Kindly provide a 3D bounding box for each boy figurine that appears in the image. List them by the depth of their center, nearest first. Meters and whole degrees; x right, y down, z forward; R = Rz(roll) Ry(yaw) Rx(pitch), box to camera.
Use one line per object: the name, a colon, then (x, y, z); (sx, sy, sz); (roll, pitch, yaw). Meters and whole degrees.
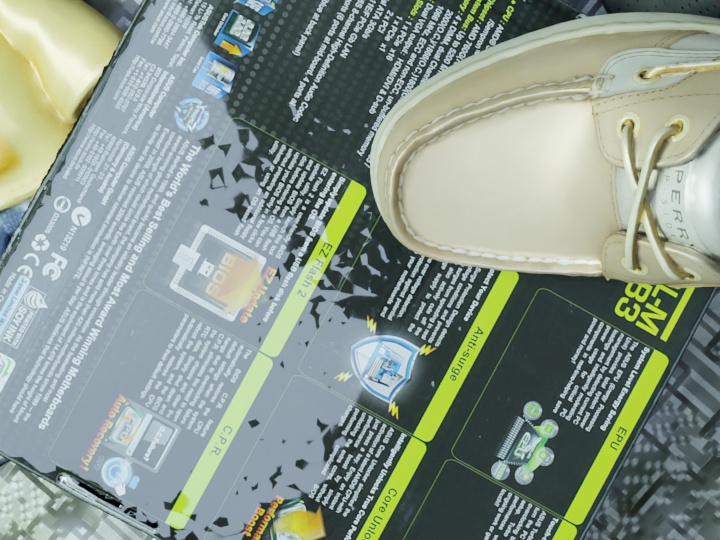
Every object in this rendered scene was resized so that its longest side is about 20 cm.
boy figurine: (-0.119, -0.045, 0.902); (0.124, 0.064, 0.200); (-20, 94, 11)

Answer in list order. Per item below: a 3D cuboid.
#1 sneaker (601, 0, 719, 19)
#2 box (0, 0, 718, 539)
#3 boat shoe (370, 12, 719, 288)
sneaker: (0.117, -0.107, 0.794); (0.200, 0.115, 0.076); (-27, 89, 44)
box: (0.000, 0.000, 0.859); (0.193, 0.048, 0.200); (28, 87, -7)
boat shoe: (0.099, -0.030, 0.792); (0.199, 0.069, 0.074); (-7, 111, 9)
